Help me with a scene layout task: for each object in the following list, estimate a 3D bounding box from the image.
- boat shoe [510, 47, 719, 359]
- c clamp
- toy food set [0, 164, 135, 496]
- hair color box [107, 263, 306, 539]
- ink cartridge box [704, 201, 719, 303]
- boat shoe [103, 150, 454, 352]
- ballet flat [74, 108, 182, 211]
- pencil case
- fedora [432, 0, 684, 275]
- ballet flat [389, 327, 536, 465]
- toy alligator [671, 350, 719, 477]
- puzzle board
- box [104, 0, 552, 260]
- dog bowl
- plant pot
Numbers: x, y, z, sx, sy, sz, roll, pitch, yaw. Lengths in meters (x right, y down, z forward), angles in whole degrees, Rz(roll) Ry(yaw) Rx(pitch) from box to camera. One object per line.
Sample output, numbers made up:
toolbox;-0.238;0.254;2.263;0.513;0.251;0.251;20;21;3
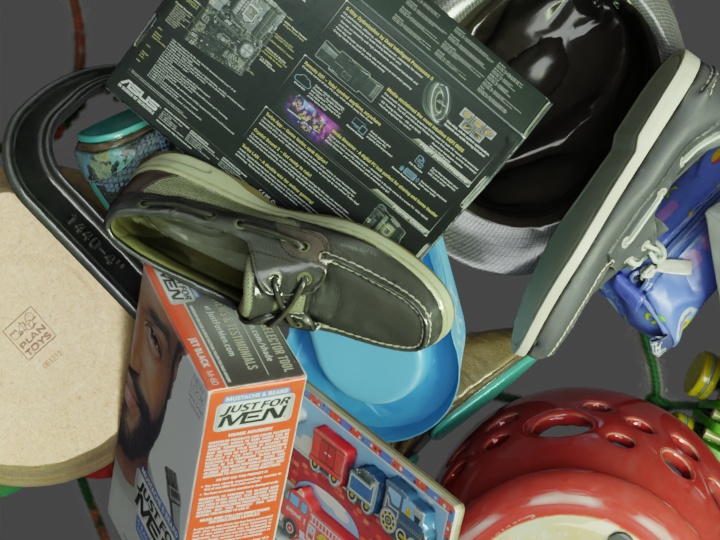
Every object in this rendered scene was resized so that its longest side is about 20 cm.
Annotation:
boat shoe;0.156;-0.027;1.603;0.063;0.073;0.200;30;95;-10
c clamp;-0.109;-0.050;1.651;0.200;0.027;0.171;41;61;-9
toy food set;-0.197;0.036;1.659;0.198;0.049;0.200;33;90;-11
hair color box;-0.091;0.101;1.600;0.064;0.111;0.200;-8;133;-24
ink cartridge box;0.311;0.037;1.635;0.145;0.145;0.200;-33;129;-24
boat shoe;-0.048;0.002;1.523;0.200;0.066;0.072;25;135;15
ballet flat;-0.080;-0.088;1.633;0.200;0.074;0.074;-30;101;-29
pencil case;0.225;-0.042;1.694;0.200;0.087;0.078;-44;82;-2
fedora;0.097;-0.104;1.663;0.177;0.090;0.200;32;98;-9
ballet flat;0.023;0.088;1.698;0.200;0.068;0.072;-45;82;3
toy alligator;0.238;0.069;1.724;0.059;0.054;0.200;24;93;-11
puzzle board;-0.022;0.149;1.614;0.017;0.200;0.151;-12;125;-38
box;-0.021;-0.095;1.518;0.200;0.044;0.160;39;129;0
dog bowl;0.000;0.000;1.621;0.111;0.050;0.201;-8;110;22
plant pot;0.125;0.187;1.637;0.200;0.183;0.201;2;105;8
